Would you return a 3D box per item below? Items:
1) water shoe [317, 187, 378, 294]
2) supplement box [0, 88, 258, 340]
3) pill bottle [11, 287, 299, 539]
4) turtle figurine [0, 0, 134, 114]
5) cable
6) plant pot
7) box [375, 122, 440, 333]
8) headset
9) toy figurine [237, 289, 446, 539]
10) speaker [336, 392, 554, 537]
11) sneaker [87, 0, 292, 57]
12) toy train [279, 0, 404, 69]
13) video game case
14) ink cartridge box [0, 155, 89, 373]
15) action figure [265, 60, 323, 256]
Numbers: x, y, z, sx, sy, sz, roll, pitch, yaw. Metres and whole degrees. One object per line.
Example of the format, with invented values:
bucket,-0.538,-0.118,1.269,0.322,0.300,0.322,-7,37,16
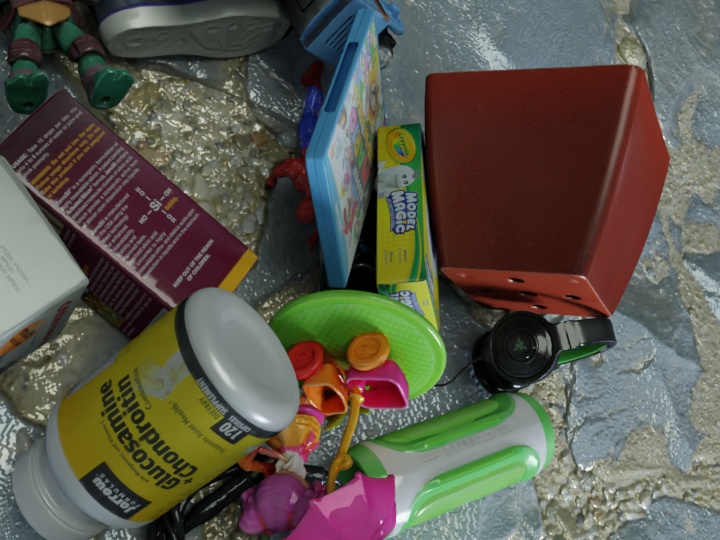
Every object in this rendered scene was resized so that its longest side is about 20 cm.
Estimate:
water shoe,0.000,0.000,0.836,0.071,0.079,0.203,21,63,-20
supplement box,-0.195,-0.029,0.724,0.200,0.110,0.086,41,58,-9
pill bottle,-0.148,0.110,0.644,0.112,0.199,0.112,48,17,-19
turtle figurine,-0.262,-0.224,0.748,0.148,0.101,0.202,-18,69,-13
cable,-0.093,0.238,0.713,0.161,0.051,0.202,22,64,-14
plant pot,0.168,-0.061,0.853,0.200,0.197,0.179,36,62,-58
box,0.043,-0.019,0.819,0.048,0.118,0.202,-4,56,10
headset,0.143,0.067,0.869,0.197,0.124,0.095,-11,75,-10
toy figurine,-0.038,0.136,0.686,0.151,0.197,0.186,64,26,-44
speaker,0.078,0.170,0.811,0.198,0.088,0.090,-13,78,-31
sneaker,-0.167,-0.280,0.849,0.198,0.080,0.148,-12,77,-32
toy train,-0.032,-0.279,0.881,0.114,0.086,0.202,19,39,-53
video game case,-0.007,-0.107,0.782,0.018,0.144,0.202,5,48,12
ink cartridge box,-0.314,0.023,0.620,0.199,0.145,0.145,-39,92,-32
action figure,-0.050,-0.100,0.864,0.065,0.099,0.202,22,41,-16
